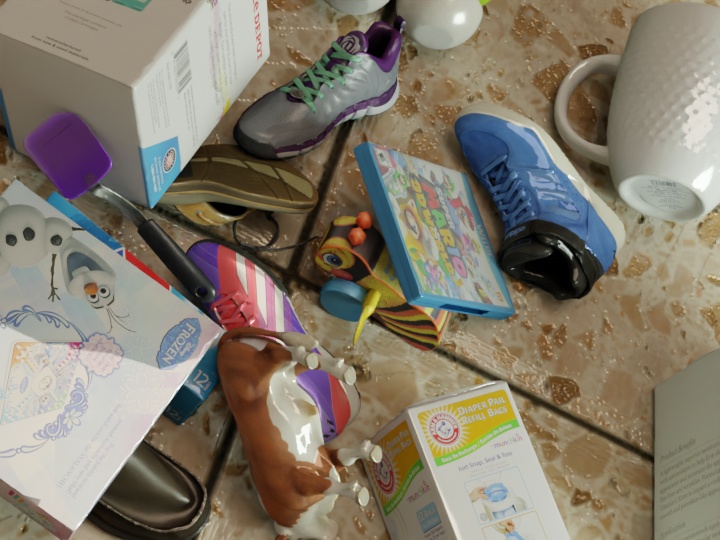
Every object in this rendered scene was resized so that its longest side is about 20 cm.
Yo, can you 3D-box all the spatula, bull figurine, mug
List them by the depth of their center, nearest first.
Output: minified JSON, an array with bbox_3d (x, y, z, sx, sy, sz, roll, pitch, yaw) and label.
[{"bbox_3d":[-0.049,0.136,1.416,0.065,0.121,0.201,-42,114,-49],"label":"bull figurine"},{"bbox_3d":[-0.186,-0.046,1.446,0.200,0.056,0.021,45,23,-20],"label":"spatula"},{"bbox_3d":[0.286,-0.149,1.732,0.199,0.148,0.176,13,66,14],"label":"mug"}]

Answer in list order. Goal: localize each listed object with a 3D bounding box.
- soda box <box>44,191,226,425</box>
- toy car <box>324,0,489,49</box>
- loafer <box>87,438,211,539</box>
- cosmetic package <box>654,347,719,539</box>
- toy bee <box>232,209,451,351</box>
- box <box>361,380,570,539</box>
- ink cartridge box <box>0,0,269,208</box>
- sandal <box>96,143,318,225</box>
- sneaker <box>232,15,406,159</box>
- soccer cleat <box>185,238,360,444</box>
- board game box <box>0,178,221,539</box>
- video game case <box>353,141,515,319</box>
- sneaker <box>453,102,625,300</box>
[{"bbox_3d":[-0.196,0.031,1.452,0.200,0.068,0.064,39,57,-5],"label":"soda box"},{"bbox_3d":[0.058,-0.321,1.681,0.199,0.150,0.176,21,60,-16],"label":"toy car"},{"bbox_3d":[-0.202,0.148,1.394,0.199,0.071,0.073,29,59,-11],"label":"loafer"},{"bbox_3d":[0.370,0.184,1.596,0.164,0.165,0.201,15,64,-19],"label":"cosmetic package"},{"bbox_3d":[0.000,0.000,1.537,0.199,0.109,0.132,11,65,-21],"label":"toy bee"},{"bbox_3d":[0.092,0.208,1.484,0.101,0.112,0.201,-13,74,-28],"label":"box"},{"bbox_3d":[-0.185,-0.188,1.482,0.145,0.147,0.200,22,55,17],"label":"ink cartridge box"},{"bbox_3d":[-0.136,-0.067,1.531,0.199,0.054,0.080,2,36,-8],"label":"sandal"},{"bbox_3d":[-0.036,-0.168,1.586,0.074,0.088,0.200,33,41,23],"label":"sneaker"},{"bbox_3d":[-0.082,0.060,1.487,0.200,0.068,0.073,51,38,-1],"label":"soccer cleat"},{"bbox_3d":[-0.241,0.066,1.351,0.199,0.043,0.200,36,62,0],"label":"board game box"},{"bbox_3d":[0.068,-0.032,1.569,0.200,0.018,0.144,11,56,-62],"label":"video game case"},{"bbox_3d":[0.149,-0.058,1.650,0.200,0.077,0.111,45,47,-9],"label":"sneaker"}]
